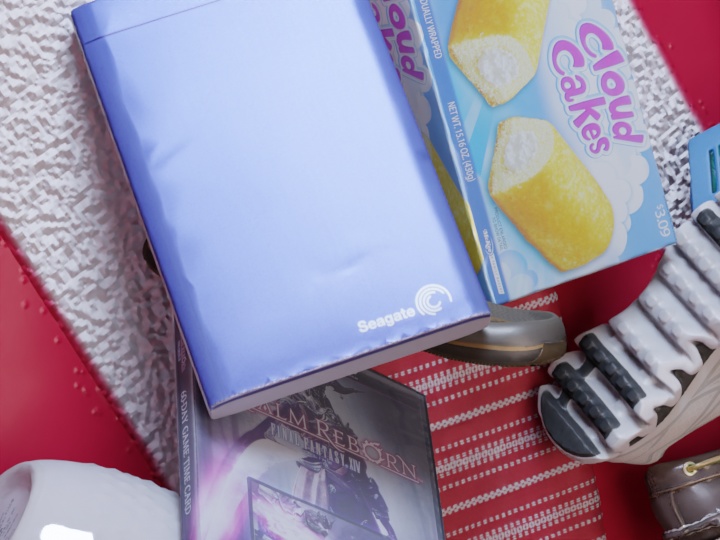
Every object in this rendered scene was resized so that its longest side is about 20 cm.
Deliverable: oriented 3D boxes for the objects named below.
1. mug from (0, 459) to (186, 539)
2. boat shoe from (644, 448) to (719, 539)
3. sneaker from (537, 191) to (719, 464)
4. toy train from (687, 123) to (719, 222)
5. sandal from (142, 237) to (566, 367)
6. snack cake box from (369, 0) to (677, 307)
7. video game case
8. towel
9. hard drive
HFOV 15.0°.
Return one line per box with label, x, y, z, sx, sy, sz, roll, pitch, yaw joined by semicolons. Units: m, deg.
mug;-0.118;0.190;1.211;0.175;0.148;0.200;38;83;-19
boat shoe;0.231;0.095;1.446;0.200;0.072;0.060;-25;91;-32
sneaker;0.180;0.024;1.361;0.200;0.075;0.081;-42;143;16
toy train;0.259;-0.014;1.424;0.200;0.114;0.087;45;33;-33
sandal;0.000;0.000;1.260;0.200;0.082;0.055;13;103;12
snack cake box;0.069;-0.091;1.329;0.115;0.067;0.200;-19;96;-27
video game case;-0.020;0.106;1.229;0.143;0.019;0.200;26;37;-28
towel;0.052;0.100;1.370;0.144;0.022;0.200;-17;102;-28
hard drive;-0.038;-0.047;1.232;0.132;0.025;0.200;-18;72;-8
